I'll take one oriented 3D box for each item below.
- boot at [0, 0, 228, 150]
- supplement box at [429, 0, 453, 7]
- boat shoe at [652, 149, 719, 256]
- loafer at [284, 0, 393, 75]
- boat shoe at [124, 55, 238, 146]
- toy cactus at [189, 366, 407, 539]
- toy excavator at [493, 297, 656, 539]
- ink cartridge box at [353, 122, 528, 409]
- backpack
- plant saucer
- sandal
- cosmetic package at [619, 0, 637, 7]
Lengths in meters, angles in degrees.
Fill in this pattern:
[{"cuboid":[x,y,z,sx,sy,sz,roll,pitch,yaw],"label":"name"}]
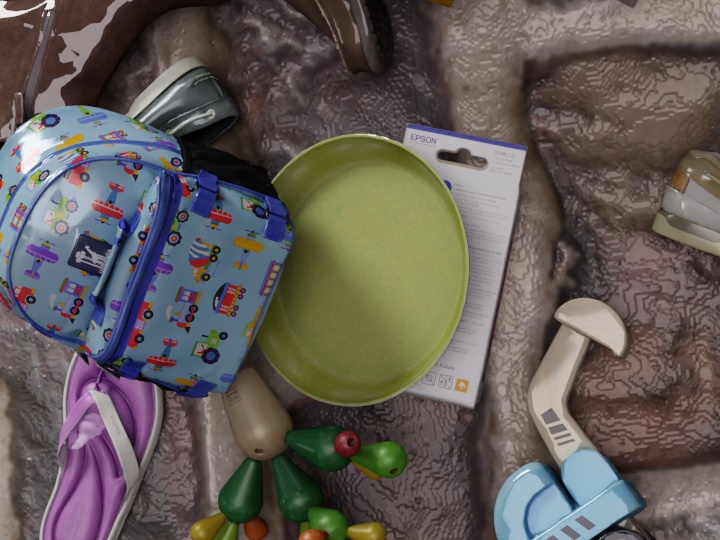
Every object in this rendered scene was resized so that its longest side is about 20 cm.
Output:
[{"cuboid":[-0.195,-0.163,1.198,0.200,0.072,0.166,4,77,10],"label":"boot"},{"cuboid":[0.011,-0.326,1.109,0.197,0.133,0.200,19,74,4],"label":"supplement box"},{"cuboid":[0.312,-0.028,1.127,0.200,0.075,0.068,19,100,10],"label":"boat shoe"},{"cuboid":[-0.040,-0.226,1.194,0.071,0.073,0.200,-30,76,13],"label":"loafer"},{"cuboid":[-0.175,-0.073,1.215,0.062,0.073,0.200,44,93,10],"label":"boat shoe"},{"cuboid":[-0.063,0.154,1.177,0.200,0.102,0.165,-37,76,38],"label":"toy cactus"},{"cuboid":[0.151,0.146,1.156,0.194,0.100,0.200,-37,76,7],"label":"toy excavator"},{"cuboid":[0.061,-0.003,1.192,0.095,0.037,0.200,12,95,11],"label":"ink cartridge box"},{"cuboid":[-0.171,-0.017,1.140,0.200,0.135,0.183,22,102,-26],"label":"backpack"},{"cuboid":[0.000,0.000,1.176,0.200,0.031,0.200,-2,87,33],"label":"plant saucer"},{"cuboid":[-0.203,0.142,1.234,0.082,0.050,0.203,10,92,10],"label":"sandal"},{"cuboid":[0.196,-0.304,1.140,0.113,0.081,0.200,28,96,10],"label":"cosmetic package"}]
